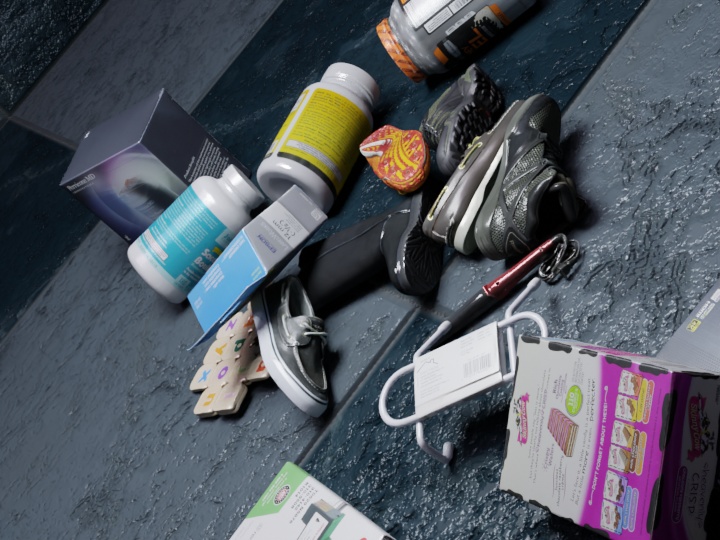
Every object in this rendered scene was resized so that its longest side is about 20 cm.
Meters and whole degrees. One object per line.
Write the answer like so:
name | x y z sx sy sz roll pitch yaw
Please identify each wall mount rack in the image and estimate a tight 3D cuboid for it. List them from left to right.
wall mount rack | 0.113 0.086 1.213 0.199 0.074 0.175 -27 45 31

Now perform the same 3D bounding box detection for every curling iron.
curling iron | 0.142 0.025 1.300 0.199 0.026 0.050 -34 29 22

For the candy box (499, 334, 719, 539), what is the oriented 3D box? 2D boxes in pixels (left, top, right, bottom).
candy box | 0.195 0.132 0.994 0.199 0.060 0.138 12 95 62

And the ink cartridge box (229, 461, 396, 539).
ink cartridge box | -0.041 0.286 1.166 0.147 0.084 0.199 -53 30 -10

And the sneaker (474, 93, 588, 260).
sneaker | 0.200 -0.105 1.336 0.113 0.076 0.201 -8 51 45

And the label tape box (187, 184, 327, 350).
label tape box | -0.140 -0.004 1.518 0.143 0.066 0.200 -46 -2 38

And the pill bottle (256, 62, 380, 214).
pill bottle | -0.051 -0.181 1.708 0.112 0.112 0.201 -5 50 49

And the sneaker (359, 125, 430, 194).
sneaker | 0.057 -0.128 1.535 0.073 0.077 0.200 -38 18 3

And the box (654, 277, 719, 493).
box | 0.316 0.077 0.990 0.201 0.051 0.158 -50 31 -3

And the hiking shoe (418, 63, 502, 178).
hiking shoe | 0.116 -0.164 1.529 0.100 0.076 0.201 -35 22 36

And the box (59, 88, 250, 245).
box | -0.313 -0.140 1.910 0.199 0.198 0.124 -21 38 38

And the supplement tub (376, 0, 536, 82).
supplement tub | 0.126 -0.349 1.672 0.199 0.122 0.123 -36 31 19

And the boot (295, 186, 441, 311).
boot | 0.000 0.000 1.472 0.198 0.066 0.166 -23 29 30

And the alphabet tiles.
alphabet tiles | -0.143 0.097 1.585 0.195 0.015 0.201 -17 40 52

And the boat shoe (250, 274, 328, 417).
boat shoe | -0.073 0.077 1.437 0.071 0.072 0.201 -42 46 15

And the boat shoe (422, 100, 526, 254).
boat shoe | 0.138 -0.115 1.413 0.060 0.072 0.203 22 70 24

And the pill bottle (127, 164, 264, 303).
pill bottle | -0.230 -0.057 1.792 0.200 0.111 0.111 -44 30 5
